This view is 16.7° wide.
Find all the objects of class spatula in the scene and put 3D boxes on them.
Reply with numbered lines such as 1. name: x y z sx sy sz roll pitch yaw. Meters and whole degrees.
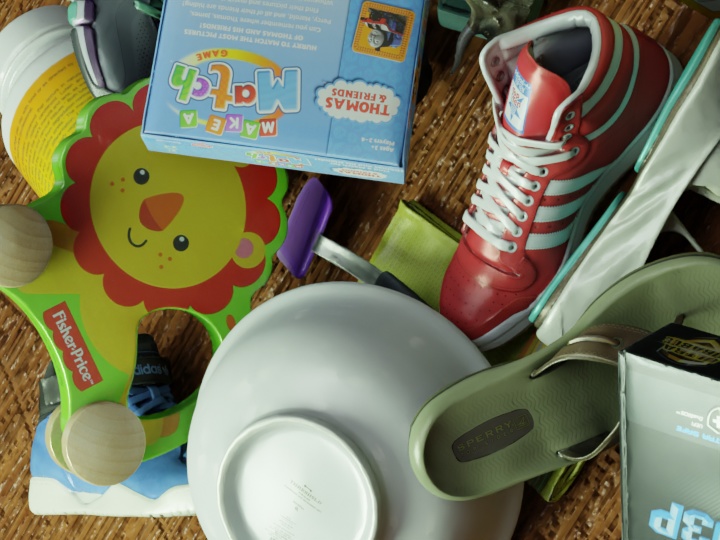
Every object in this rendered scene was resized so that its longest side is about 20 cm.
1. spatula: 0.000 0.000 1.424 0.200 0.020 0.057 38 109 51

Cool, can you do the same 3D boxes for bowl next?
1. bowl: -0.018 0.112 1.338 0.199 0.090 0.203 5 104 22

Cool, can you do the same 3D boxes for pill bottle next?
1. pill bottle: -0.157 -0.079 1.543 0.111 0.111 0.200 -53 52 15

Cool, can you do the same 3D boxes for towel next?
1. towel: 0.067 0.042 1.391 0.200 0.018 0.086 40 103 39

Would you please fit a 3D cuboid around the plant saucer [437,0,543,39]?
1. plant saucer: 0.101 -0.233 1.438 0.070 0.019 0.201 21 93 40

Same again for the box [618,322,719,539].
1. box: 0.216 0.126 1.182 0.199 0.046 0.160 17 120 40

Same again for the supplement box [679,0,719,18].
1. supplement box: 0.177 -0.213 1.250 0.108 0.199 0.111 -2 76 38

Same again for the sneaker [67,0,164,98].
1. sneaker: -0.122 -0.188 1.470 0.087 0.074 0.202 -13 68 29

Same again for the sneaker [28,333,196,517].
1. sneaker: -0.128 0.093 1.495 0.199 0.076 0.112 -4 85 45

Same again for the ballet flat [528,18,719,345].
1. ballet flat: 0.165 -0.036 1.308 0.069 0.069 0.201 39 102 38

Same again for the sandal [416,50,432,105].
1. sandal: -0.047 -0.116 1.499 0.199 0.048 0.076 15 53 31

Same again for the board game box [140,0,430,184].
1. board game box: -0.035 -0.158 1.398 0.150 0.037 0.202 8 76 4

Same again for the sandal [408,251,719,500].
1. sandal: 0.120 0.064 1.269 0.200 0.080 0.057 -31 13 -3

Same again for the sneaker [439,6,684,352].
1. sneaker: 0.087 -0.053 1.327 0.071 0.112 0.201 37 96 35

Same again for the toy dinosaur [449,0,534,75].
1. toy dinosaur: 0.087 -0.218 1.386 0.101 0.077 0.202 -5 81 20

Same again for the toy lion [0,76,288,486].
1. toy lion: -0.122 -0.003 1.421 0.201 0.191 0.069 66 164 -9
